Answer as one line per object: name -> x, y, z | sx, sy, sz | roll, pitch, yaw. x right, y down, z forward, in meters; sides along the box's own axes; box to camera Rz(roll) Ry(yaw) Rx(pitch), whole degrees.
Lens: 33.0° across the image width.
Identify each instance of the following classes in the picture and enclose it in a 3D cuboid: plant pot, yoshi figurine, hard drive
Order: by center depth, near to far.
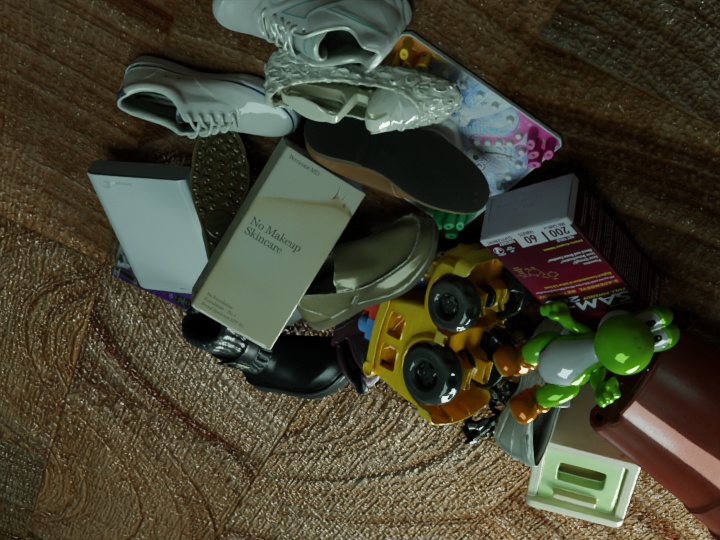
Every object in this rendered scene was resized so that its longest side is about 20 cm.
yoshi figurine -> 0.236, 0.090, 1.285 | 0.199, 0.112, 0.112 | -26, 122, 29
plant pot -> 0.378, 0.168, 1.365 | 0.194, 0.201, 0.201 | 34, 142, -3
hard drive -> -0.238, -0.048, 1.474 | 0.131, 0.026, 0.201 | 6, 139, 19

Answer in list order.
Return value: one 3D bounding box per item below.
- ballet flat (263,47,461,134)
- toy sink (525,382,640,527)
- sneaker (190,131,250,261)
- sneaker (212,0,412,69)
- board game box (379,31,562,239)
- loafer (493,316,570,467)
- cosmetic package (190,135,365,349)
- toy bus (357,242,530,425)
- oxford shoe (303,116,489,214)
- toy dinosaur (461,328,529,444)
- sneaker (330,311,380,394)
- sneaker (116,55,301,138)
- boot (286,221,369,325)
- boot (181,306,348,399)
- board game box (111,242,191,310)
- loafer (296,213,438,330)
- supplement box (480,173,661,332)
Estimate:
ballet flat -> -0.004, -0.165, 1.188 | 0.198, 0.072, 0.072 | 12, 142, 11
toy sink -> 0.286, 0.246, 1.554 | 0.129, 0.113, 0.201 | 14, 142, 10
sneaker -> -0.155, -0.067, 1.385 | 0.066, 0.090, 0.202 | -7, 97, -6
sneaker -> -0.056, -0.238, 1.155 | 0.198, 0.081, 0.071 | 9, 143, 18
board game box -> 0.074, -0.131, 1.266 | 0.199, 0.026, 0.200 | 32, 141, -14
loafer -> 0.221, 0.135, 1.423 | 0.070, 0.070, 0.202 | 36, 118, 41
cosmetic package -> -0.090, -0.030, 1.307 | 0.103, 0.073, 0.201 | 29, 100, -13
toy bus -> 0.078, 0.046, 1.394 | 0.191, 0.135, 0.202 | 29, 115, 35
oxford shoe -> 0.038, -0.108, 1.249 | 0.199, 0.072, 0.071 | 23, 165, 3
toy dinosaur -> 0.177, 0.153, 1.502 | 0.135, 0.102, 0.201 | -24, 123, -10
sneaker -> 0.037, 0.121, 1.516 | 0.199, 0.116, 0.076 | 36, 141, -18
sneaker -> -0.164, -0.169, 1.294 | 0.198, 0.071, 0.073 | 12, 142, 9
boot -> -0.088, -0.017, 1.459 | 0.182, 0.073, 0.199 | 42, 145, -22
boot -> -0.119, 0.097, 1.570 | 0.210, 0.080, 0.158 | -8, 141, 39
board game box -> -0.244, -0.031, 1.541 | 0.119, 0.032, 0.200 | 21, 143, -7
loafer -> 0.000, 0.000, 1.343 | 0.199, 0.076, 0.067 | -35, 134, 24
supplement box -> 0.226, -0.011, 1.292 | 0.108, 0.061, 0.200 | -15, 139, 37
